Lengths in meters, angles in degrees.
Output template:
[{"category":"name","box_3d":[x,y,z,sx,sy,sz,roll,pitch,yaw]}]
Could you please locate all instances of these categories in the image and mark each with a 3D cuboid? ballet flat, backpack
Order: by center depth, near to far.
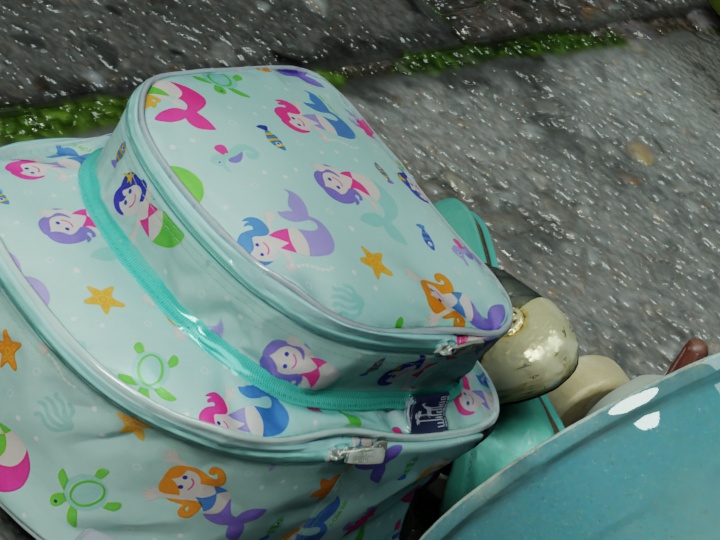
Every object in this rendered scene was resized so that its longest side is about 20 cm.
[{"category":"backpack","box_3d":[-0.058,0.020,1.064,0.200,0.151,0.178,-9,51,-45]},{"category":"ballet flat","box_3d":[0.000,0.000,1.176,0.200,0.057,0.066,25,55,31]},{"category":"ballet flat","box_3d":[0.032,0.035,1.211,0.070,0.068,0.200,0,37,-16]}]

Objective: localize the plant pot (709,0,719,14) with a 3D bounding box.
[{"category":"plant pot","box_3d":[0.306,-0.130,1.631,0.187,0.187,0.200,-4,61,-48]}]

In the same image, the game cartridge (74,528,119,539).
[{"category":"game cartridge","box_3d":[-0.026,0.163,0.854,0.200,0.041,0.133,37,34,4]}]

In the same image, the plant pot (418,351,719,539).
[{"category":"plant pot","box_3d":[0.143,0.147,1.040,0.200,0.200,0.188,-5,62,-49]}]

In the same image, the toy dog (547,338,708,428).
[{"category":"toy dog","box_3d":[0.162,0.070,1.251,0.132,0.096,0.200,47,32,22]}]
